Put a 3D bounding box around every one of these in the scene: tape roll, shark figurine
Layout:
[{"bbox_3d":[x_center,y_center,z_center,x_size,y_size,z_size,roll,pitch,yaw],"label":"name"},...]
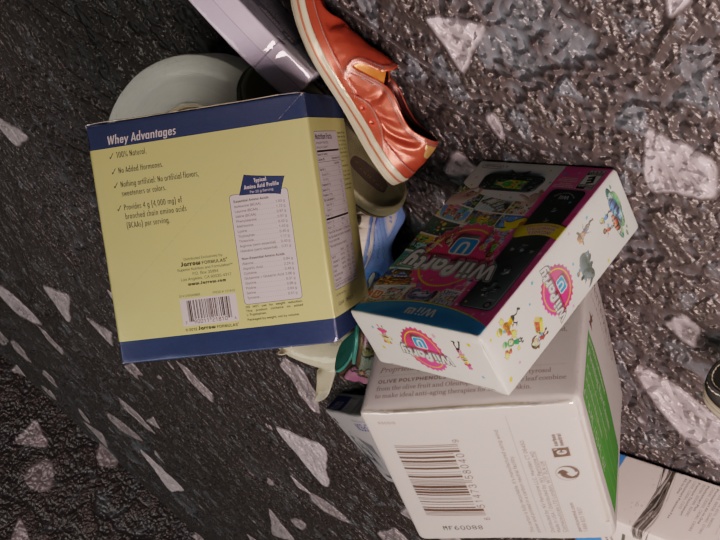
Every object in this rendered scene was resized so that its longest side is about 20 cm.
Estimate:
[{"bbox_3d":[-0.155,-0.118,1.099,0.202,0.203,0.071,41,-163,3],"label":"tape roll"},{"bbox_3d":[-0.072,0.076,1.403,0.212,0.089,0.130,26,116,15],"label":"shark figurine"}]

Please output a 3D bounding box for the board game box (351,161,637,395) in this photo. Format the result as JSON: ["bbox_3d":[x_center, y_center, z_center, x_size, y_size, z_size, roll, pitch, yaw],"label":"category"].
[{"bbox_3d":[0.110,-0.002,0.887,0.146,0.200,0.065,8,139,48],"label":"board game box"}]

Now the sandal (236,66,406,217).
[{"bbox_3d":[-0.028,-0.132,1.031,0.200,0.081,0.057,36,153,-15],"label":"sandal"}]

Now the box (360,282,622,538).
[{"bbox_3d":[0.131,0.122,1.003,0.196,0.173,0.201,-6,132,21],"label":"box"}]

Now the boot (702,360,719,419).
[{"bbox_3d":[0.353,0.069,0.803,0.201,0.074,0.155,17,140,35],"label":"boot"}]

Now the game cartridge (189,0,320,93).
[{"bbox_3d":[-0.111,-0.239,0.950,0.200,0.040,0.133,47,-167,-6],"label":"game cartridge"}]

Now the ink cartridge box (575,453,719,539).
[{"bbox_3d":[0.326,0.284,1.133,0.198,0.084,0.147,14,141,46],"label":"ink cartridge box"}]

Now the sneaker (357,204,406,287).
[{"bbox_3d":[0.000,0.000,1.143,0.079,0.088,0.201,63,145,33],"label":"sneaker"}]

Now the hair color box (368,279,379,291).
[{"bbox_3d":[0.099,0.084,1.183,0.201,0.065,0.109,51,154,-12],"label":"hair color box"}]

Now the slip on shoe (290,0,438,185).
[{"bbox_3d":[0.002,-0.174,0.953,0.061,0.074,0.202,-30,98,16],"label":"slip on shoe"}]

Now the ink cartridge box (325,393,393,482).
[{"bbox_3d":[0.050,0.253,1.478,0.200,0.041,0.199,47,165,-7],"label":"ink cartridge box"}]

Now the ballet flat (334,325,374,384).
[{"bbox_3d":[0.017,0.084,1.164,0.070,0.070,0.200,12,162,-4],"label":"ballet flat"}]

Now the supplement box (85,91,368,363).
[{"bbox_3d":[-0.109,-0.040,0.942,0.196,0.134,0.204,-6,96,13],"label":"supplement box"}]
